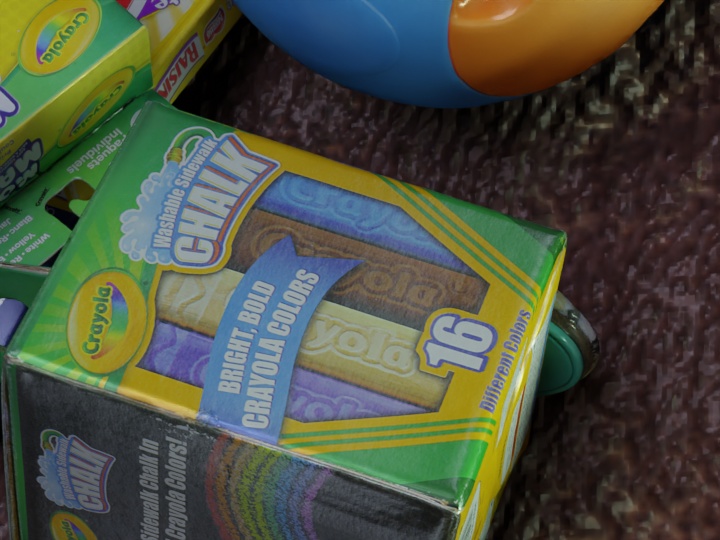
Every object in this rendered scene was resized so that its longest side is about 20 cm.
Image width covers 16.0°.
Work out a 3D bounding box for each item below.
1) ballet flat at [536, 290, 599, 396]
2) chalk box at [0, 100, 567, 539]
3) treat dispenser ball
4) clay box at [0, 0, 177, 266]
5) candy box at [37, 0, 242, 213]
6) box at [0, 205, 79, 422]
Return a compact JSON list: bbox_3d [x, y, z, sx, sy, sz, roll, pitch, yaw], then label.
[{"bbox_3d":[0.000,0.000,0.955,0.199,0.072,0.073,5,71,24],"label":"ballet flat"},{"bbox_3d":[-0.046,0.037,0.873,0.199,0.125,0.124,19,52,9],"label":"chalk box"},{"bbox_3d":[0.032,-0.160,0.925,0.199,0.201,0.202,-9,66,20],"label":"treat dispenser ball"},{"bbox_3d":[-0.166,-0.088,0.947,0.200,0.048,0.115,40,68,21],"label":"clay box"},{"bbox_3d":[-0.099,-0.110,1.023,0.102,0.027,0.200,18,55,25],"label":"candy box"},{"bbox_3d":[-0.183,0.009,1.031,0.121,0.032,0.201,25,86,20],"label":"box"}]
